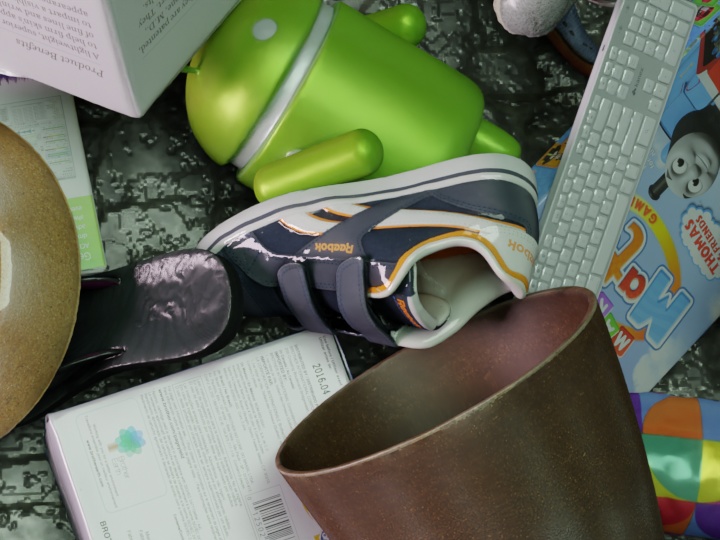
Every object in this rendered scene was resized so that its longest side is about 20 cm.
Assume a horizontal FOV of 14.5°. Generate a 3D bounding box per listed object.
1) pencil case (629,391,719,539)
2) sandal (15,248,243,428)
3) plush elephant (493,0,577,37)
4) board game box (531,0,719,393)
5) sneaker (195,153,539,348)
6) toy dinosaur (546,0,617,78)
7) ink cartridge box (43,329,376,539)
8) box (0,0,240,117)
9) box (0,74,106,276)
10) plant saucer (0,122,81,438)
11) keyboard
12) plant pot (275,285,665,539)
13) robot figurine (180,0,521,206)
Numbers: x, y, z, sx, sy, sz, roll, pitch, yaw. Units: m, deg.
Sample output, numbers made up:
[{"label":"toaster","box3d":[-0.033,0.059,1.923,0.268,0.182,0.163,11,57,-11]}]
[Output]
[{"label":"pencil case","box3d":[0.178,0.113,1.590,0.199,0.088,0.089,9,75,-5]},{"label":"sandal","box3d":[-0.159,0.031,1.530,0.200,0.048,0.076,-20,71,23]},{"label":"plush elephant","box3d":[0.106,-0.255,1.535,0.155,0.165,0.200,39,31,0]},{"label":"board game box","box3d":[0.179,-0.044,1.612,0.200,0.037,0.151,-45,124,-15]},{"label":"sneaker","box3d":[0.000,0.000,1.509,0.199,0.078,0.080,-16,54,20]},{"label":"toy dinosaur","box3d":[0.097,-0.191,1.675,0.105,0.199,0.182,-40,116,-38]},{"label":"ink cartridge box","box3d":[-0.060,0.118,1.555,0.199,0.076,0.137,-18,80,-11]},{"label":"box","box3d":[-0.156,-0.217,1.543,0.198,0.131,0.200,22,56,24]},{"label":"box","box3d":[-0.232,-0.079,1.603,0.144,0.036,0.201,-9,76,-10]},{"label":"plant saucer","box3d":[-0.247,0.006,1.525,0.199,0.035,0.201,-3,81,21]},{"label":"keyboard","box3d":[0.134,-0.059,1.548,0.056,0.011,0.201,19,91,-34]},{"label":"plant pot","box3d":[0.084,0.141,1.469,0.186,0.187,0.201,-31,101,-15]},{"label":"robot figurine","box3d":[-0.011,-0.084,1.587,0.199,0.116,0.176,31,36,-8]}]
